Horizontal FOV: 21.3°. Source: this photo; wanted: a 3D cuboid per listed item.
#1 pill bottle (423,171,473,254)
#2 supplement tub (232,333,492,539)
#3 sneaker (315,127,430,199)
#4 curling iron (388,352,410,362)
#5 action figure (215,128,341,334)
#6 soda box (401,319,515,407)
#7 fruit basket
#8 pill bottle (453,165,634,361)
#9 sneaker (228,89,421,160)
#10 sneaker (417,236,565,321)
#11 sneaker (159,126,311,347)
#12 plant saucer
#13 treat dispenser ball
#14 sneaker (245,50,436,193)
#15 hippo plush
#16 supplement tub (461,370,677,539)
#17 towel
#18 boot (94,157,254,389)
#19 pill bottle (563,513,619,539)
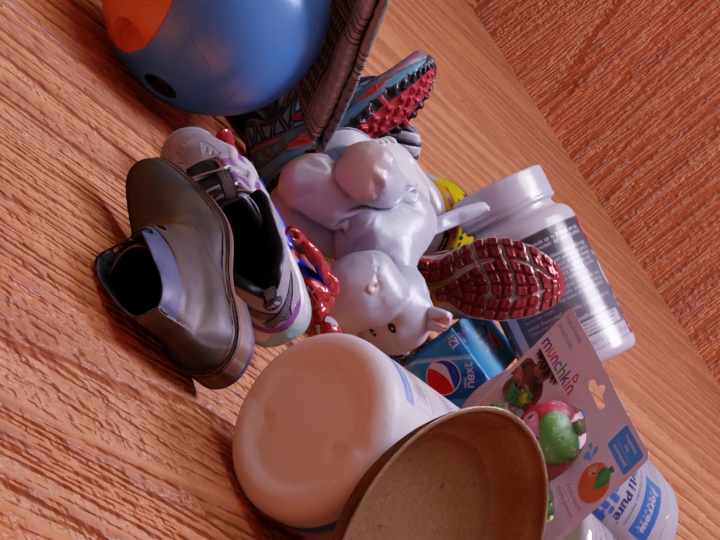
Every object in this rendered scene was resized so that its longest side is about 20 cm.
[{"bbox_3d":[0.048,-0.049,1.958,0.110,0.109,0.200,55,13,12],"label":"pill bottle"},{"bbox_3d":[0.018,0.138,1.303,0.200,0.132,0.132,39,18,-47],"label":"supplement tub"},{"bbox_3d":[0.011,-0.091,1.768,0.200,0.073,0.071,48,36,-59],"label":"sneaker"},{"bbox_3d":[0.025,0.089,1.690,0.050,0.026,0.200,45,14,-15],"label":"curling iron"},{"bbox_3d":[-0.080,-0.025,1.551,0.200,0.065,0.099,54,5,13],"label":"action figure"},{"bbox_3d":[0.099,0.088,1.870,0.068,0.064,0.200,53,13,3],"label":"soda box"},{"bbox_3d":[0.120,0.147,1.485,0.093,0.200,0.186,26,25,-30],"label":"fruit basket"},{"bbox_3d":[0.178,0.006,1.883,0.201,0.113,0.114,65,14,4],"label":"pill bottle"},{"bbox_3d":[-0.039,-0.141,1.902,0.199,0.076,0.116,19,5,-2],"label":"sneaker"},{"bbox_3d":[0.094,0.010,1.808,0.082,0.198,0.078,16,75,-78],"label":"sneaker"},{"bbox_3d":[-0.100,-0.050,1.434,0.201,0.077,0.140,57,-8,23],"label":"sneaker"},{"bbox_3d":[0.041,0.176,1.221,0.035,0.201,0.200,23,-10,42],"label":"plant saucer"},{"bbox_3d":[-0.123,-0.234,1.654,0.201,0.201,0.201,48,13,-15],"label":"treat dispenser ball"},{"bbox_3d":[-0.024,-0.159,1.798,0.096,0.199,0.079,56,-2,22],"label":"sneaker"},{"bbox_3d":[0.000,0.000,1.684,0.200,0.159,0.162,29,51,-48],"label":"hippo plush"},{"bbox_3d":[0.180,0.187,1.702,0.200,0.132,0.132,40,17,-38],"label":"supplement tub"},{"bbox_3d":[-0.017,-0.229,1.691,0.034,0.201,0.193,17,26,-16],"label":"towel"},{"bbox_3d":[-0.137,-0.019,1.314,0.097,0.075,0.201,40,19,-52],"label":"boot"},{"bbox_3d":[0.193,0.281,1.565,0.200,0.114,0.114,44,15,-31],"label":"pill bottle"}]
